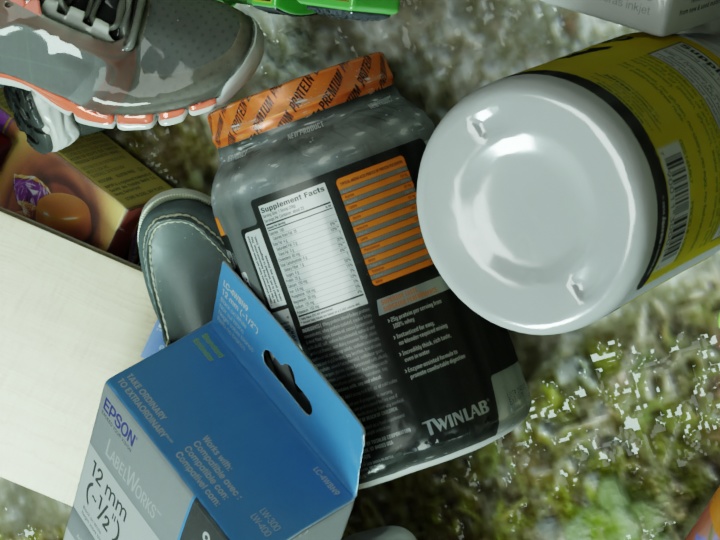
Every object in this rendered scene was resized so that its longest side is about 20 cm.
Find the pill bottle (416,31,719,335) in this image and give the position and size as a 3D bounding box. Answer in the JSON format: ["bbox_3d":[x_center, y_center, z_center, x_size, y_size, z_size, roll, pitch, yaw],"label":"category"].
[{"bbox_3d":[0.118,-0.047,1.272,0.114,0.200,0.115,8,106,28],"label":"pill bottle"}]

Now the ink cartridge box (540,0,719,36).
[{"bbox_3d":[0.114,-0.228,1.300,0.146,0.083,0.201,19,112,26],"label":"ink cartridge box"}]

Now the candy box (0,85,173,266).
[{"bbox_3d":[-0.209,-0.050,1.551,0.200,0.056,0.117,38,119,19],"label":"candy box"}]

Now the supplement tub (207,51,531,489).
[{"bbox_3d":[0.000,0.000,1.400,0.122,0.122,0.201,-18,92,32],"label":"supplement tub"}]

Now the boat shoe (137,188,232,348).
[{"bbox_3d":[-0.062,0.053,1.458,0.072,0.062,0.201,-19,107,14],"label":"boat shoe"}]

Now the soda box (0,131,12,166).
[{"bbox_3d":[-0.265,-0.006,1.528,0.070,0.063,0.201,38,122,17],"label":"soda box"}]

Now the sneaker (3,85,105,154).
[{"bbox_3d":[-0.170,-0.162,1.500,0.074,0.079,0.201,121,131,-70],"label":"sneaker"}]

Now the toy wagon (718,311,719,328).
[{"bbox_3d":[0.262,0.001,1.295,0.155,0.040,0.201,31,115,21],"label":"toy wagon"}]

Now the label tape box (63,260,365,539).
[{"bbox_3d":[-0.077,0.119,1.381,0.143,0.066,0.201,48,135,38],"label":"label tape box"}]

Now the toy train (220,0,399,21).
[{"bbox_3d":[-0.042,-0.156,1.391,0.200,0.041,0.057,15,101,55],"label":"toy train"}]

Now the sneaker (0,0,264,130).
[{"bbox_3d":[-0.148,-0.127,1.390,0.198,0.077,0.082,6,148,11],"label":"sneaker"}]

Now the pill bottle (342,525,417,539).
[{"bbox_3d":[0.011,0.243,1.459,0.109,0.109,0.201,-20,92,32],"label":"pill bottle"}]

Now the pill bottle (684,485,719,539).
[{"bbox_3d":[0.181,0.196,1.346,0.112,0.112,0.201,37,118,18],"label":"pill bottle"}]

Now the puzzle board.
[{"bbox_3d":[-0.143,0.060,1.514,0.199,0.017,0.151,23,115,-7],"label":"puzzle board"}]
